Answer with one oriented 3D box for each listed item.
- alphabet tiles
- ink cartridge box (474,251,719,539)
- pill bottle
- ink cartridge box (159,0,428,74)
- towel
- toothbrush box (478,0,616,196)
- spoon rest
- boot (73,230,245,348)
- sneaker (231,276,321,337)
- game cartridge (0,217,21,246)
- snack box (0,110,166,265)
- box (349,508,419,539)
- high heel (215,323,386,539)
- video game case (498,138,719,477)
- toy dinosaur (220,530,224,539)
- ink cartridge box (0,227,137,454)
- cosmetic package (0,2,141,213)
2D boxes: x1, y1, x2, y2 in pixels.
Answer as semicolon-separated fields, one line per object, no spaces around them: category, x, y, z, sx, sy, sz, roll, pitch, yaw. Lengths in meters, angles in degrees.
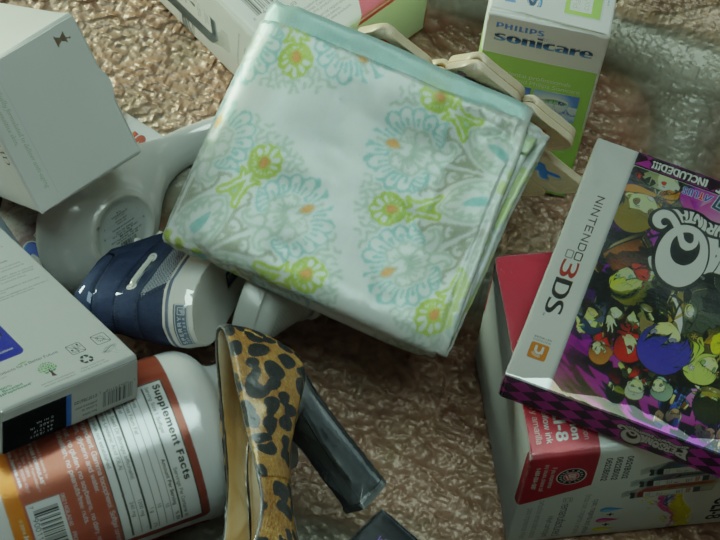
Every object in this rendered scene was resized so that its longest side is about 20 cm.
alphabet tiles;0.053;-0.106;1.427;0.195;0.200;0.015;34;71;-28
ink cartridge box;0.187;0.076;1.367;0.199;0.145;0.145;-6;61;-6
pill bottle;-0.146;0.117;1.345;0.199;0.112;0.112;-19;63;-13
ink cartridge box;-0.066;-0.227;1.559;0.145;0.085;0.200;-37;70;-21
towel;-0.001;-0.057;1.335;0.199;0.048;0.172;24;79;4
toothbrush box;0.128;-0.169;1.471;0.086;0.200;0.146;11;60;4
spoon rest;-0.144;-0.054;1.466;0.200;0.100;0.061;-33;35;-31
boot;-0.114;-0.014;1.421;0.090;0.073;0.200;4;25;20
sneaker;0.000;0.000;1.416;0.115;0.074;0.200;27;40;9
game cartridge;-0.297;-0.010;1.391;0.133;0.040;0.200;-32;85;-36
snack box;-0.222;-0.036;1.477;0.072;0.024;0.200;32;64;12
box;-0.020;0.261;1.265;0.106;0.122;0.200;40;66;16
high heel;-0.086;0.131;1.255;0.143;0.071;0.200;52;51;-8
video game case;0.206;0.029;1.290;0.199;0.036;0.182;21;63;8
toy dinosaur;-0.142;0.229;1.308;0.199;0.102;0.077;-20;102;-1
ink cartridge box;-0.234;0.031;1.326;0.099;0.039;0.200;-22;45;-31
cosmetic package;-0.238;-0.115;1.415;0.085;0.108;0.200;-34;23;-20
